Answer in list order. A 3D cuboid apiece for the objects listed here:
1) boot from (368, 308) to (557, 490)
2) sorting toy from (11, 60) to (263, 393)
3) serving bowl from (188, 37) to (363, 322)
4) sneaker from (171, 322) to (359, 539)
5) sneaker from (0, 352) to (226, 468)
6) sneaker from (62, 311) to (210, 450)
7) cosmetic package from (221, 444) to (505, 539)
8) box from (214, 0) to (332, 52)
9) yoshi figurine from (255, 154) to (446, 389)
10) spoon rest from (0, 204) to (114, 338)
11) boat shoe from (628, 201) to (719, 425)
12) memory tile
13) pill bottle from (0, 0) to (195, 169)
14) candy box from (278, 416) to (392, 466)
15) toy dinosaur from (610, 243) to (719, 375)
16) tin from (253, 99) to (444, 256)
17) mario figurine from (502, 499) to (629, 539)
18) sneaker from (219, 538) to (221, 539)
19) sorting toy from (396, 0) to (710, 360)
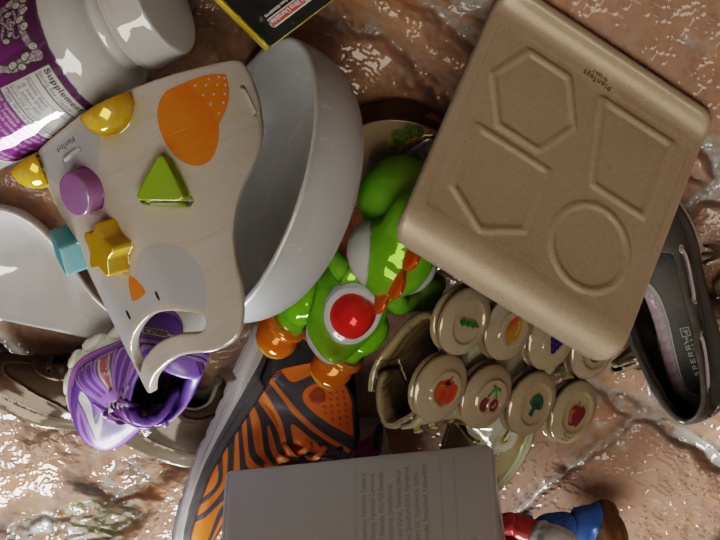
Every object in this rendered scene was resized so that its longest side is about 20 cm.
[{"bbox_3d":[0.067,0.099,1.761,0.154,0.072,0.201,-13,135,-44],"label":"boot"},{"bbox_3d":[-0.142,-0.017,1.616,0.106,0.181,0.200,-10,165,-41],"label":"sorting toy"},{"bbox_3d":[-0.050,-0.055,1.638,0.065,0.201,0.200,17,127,-24],"label":"serving bowl"},{"bbox_3d":[-0.065,0.143,1.801,0.112,0.078,0.201,24,94,1],"label":"sneaker"},{"bbox_3d":[-0.198,0.086,1.841,0.199,0.071,0.076,19,109,-15],"label":"sneaker"},{"bbox_3d":[-0.166,0.085,1.728,0.080,0.084,0.200,19,146,-17],"label":"sneaker"},{"bbox_3d":[0.009,0.246,1.700,0.199,0.167,0.168,-6,127,4],"label":"cosmetic package"},{"bbox_3d":[-0.041,-0.261,1.572,0.200,0.049,0.160,-34,115,26],"label":"box"},{"bbox_3d":[0.006,-0.009,1.697,0.112,0.112,0.200,59,137,16],"label":"yoshi figurine"},{"bbox_3d":[-0.223,0.010,1.780,0.199,0.061,0.100,19,126,-10],"label":"spoon rest"},{"bbox_3d":[0.213,0.014,1.697,0.067,0.057,0.201,-19,96,27],"label":"boat shoe"},{"bbox_3d":[0.121,0.045,1.705,0.199,0.017,0.154,12,99,-45],"label":"memory tile"},{"bbox_3d":[-0.217,-0.146,1.632,0.199,0.113,0.112,-24,121,20],"label":"pill bottle"},{"bbox_3d":[-0.031,0.216,1.913,0.135,0.061,0.201,-7,125,9],"label":"candy box"},{"bbox_3d":[0.277,0.032,1.765,0.199,0.058,0.101,-7,141,19],"label":"toy dinosaur"},{"bbox_3d":[-0.005,-0.045,1.734,0.112,0.042,0.200,36,121,-24],"label":"tin"},{"bbox_3d":[0.107,0.236,1.855,0.199,0.106,0.124,-4,119,-19],"label":"mario figurine"},{"bbox_3d":[-0.018,0.205,1.820,0.199,0.075,0.079,-25,108,30],"label":"sneaker"},{"bbox_3d":[0.133,-0.065,1.639,0.185,0.201,0.036,31,161,-17],"label":"sorting toy"}]
